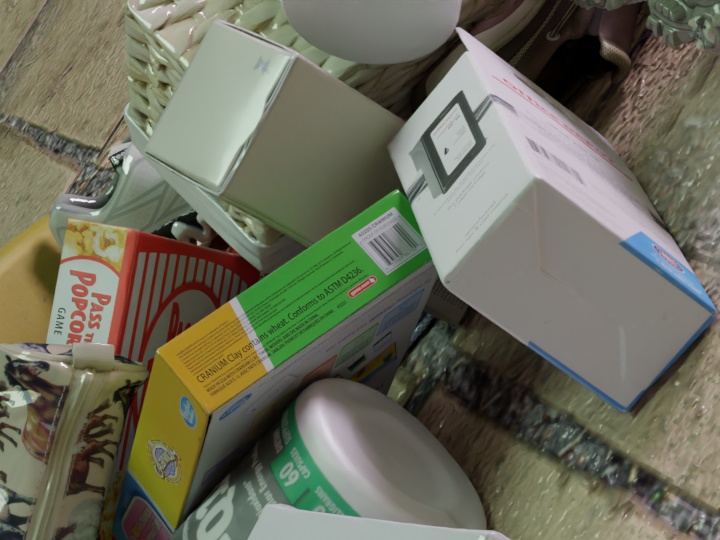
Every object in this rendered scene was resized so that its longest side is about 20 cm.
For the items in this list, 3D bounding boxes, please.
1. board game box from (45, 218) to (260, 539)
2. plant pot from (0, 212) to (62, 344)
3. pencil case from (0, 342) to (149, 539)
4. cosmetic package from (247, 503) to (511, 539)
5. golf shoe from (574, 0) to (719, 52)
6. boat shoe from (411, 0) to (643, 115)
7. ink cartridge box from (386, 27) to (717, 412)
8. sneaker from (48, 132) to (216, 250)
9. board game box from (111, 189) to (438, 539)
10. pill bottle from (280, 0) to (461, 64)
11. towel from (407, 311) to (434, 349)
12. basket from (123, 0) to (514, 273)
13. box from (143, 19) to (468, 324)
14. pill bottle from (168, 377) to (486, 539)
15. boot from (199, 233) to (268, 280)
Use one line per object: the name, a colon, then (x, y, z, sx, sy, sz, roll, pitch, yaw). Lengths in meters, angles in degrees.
board game box: (-0.121, 0.081, 1.306, 0.046, 0.151, 0.201, 9, 89, 24)
plant pot: (-0.205, 0.082, 1.521, 0.200, 0.200, 0.177, -32, 20, 45)
pencil case: (-0.163, 0.128, 1.191, 0.089, 0.078, 0.201, 14, 89, 62)
cosmetic package: (0.005, 0.212, 0.974, 0.200, 0.123, 0.200, -62, 21, -14)
golf shoe: (0.155, -0.173, 1.220, 0.097, 0.079, 0.200, -27, 40, -21)
boat shoe: (0.123, -0.129, 1.298, 0.202, 0.075, 0.075, -47, 58, 5)
ink cartridge box: (0.083, -0.030, 1.154, 0.068, 0.116, 0.200, -49, 22, 14)
sneaker: (-0.098, -0.060, 1.444, 0.200, 0.081, 0.075, -37, 8, 7)
board game box: (-0.043, 0.062, 1.195, 0.153, 0.040, 0.200, -34, -18, -28)
pill bottle: (0.015, -0.210, 1.247, 0.119, 0.119, 0.201, -33, 39, 44)
towel: (0.000, 0.000, 1.409, 0.145, 0.024, 0.200, -51, 23, 15)
basket: (-0.021, -0.122, 1.338, 0.200, 0.136, 0.124, -37, -25, -19)
box: (-0.010, -0.047, 1.231, 0.068, 0.200, 0.082, 28, 88, 44)
pill bottle: (-0.042, 0.157, 1.161, 0.200, 0.113, 0.113, -49, 23, 19)
boot: (-0.071, 0.047, 1.400, 0.144, 0.072, 0.201, -27, 39, 56)
